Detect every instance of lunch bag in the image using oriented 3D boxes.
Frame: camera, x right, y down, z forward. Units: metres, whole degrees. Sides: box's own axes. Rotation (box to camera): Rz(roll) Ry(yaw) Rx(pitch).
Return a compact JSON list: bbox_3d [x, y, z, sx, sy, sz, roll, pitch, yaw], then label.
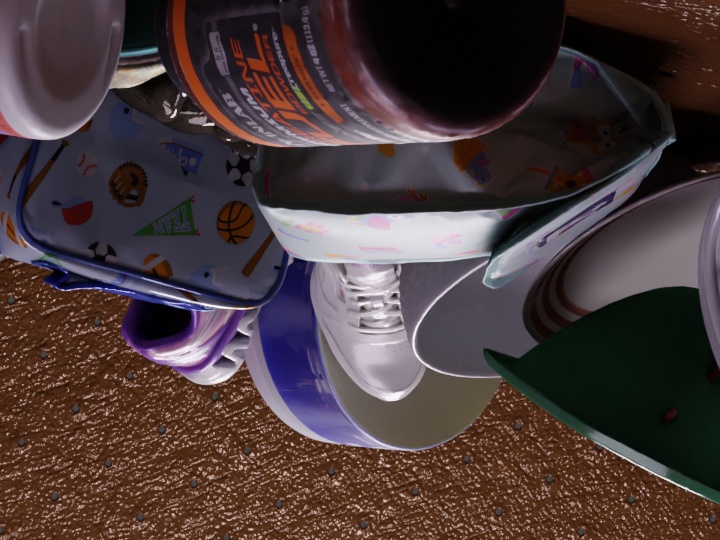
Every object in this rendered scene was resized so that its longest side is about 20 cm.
[{"bbox_3d":[0.053,-0.060,1.163,0.198,0.123,0.170,3,172,2],"label":"lunch bag"},{"bbox_3d":[-0.129,-0.058,1.367,0.199,0.162,0.075,16,173,-33],"label":"lunch bag"}]

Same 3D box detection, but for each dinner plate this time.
[{"bbox_3d":[0.182,-0.011,1.307,0.199,0.024,0.201,-14,155,-7],"label":"dinner plate"}]

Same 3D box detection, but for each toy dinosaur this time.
[{"bbox_3d":[-0.098,-0.104,1.287,0.199,0.078,0.102,14,168,-29],"label":"toy dinosaur"}]

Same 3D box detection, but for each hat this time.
[{"bbox_3d":[0.188,0.018,1.290,0.165,0.177,0.200,33,-174,34],"label":"hat"}]

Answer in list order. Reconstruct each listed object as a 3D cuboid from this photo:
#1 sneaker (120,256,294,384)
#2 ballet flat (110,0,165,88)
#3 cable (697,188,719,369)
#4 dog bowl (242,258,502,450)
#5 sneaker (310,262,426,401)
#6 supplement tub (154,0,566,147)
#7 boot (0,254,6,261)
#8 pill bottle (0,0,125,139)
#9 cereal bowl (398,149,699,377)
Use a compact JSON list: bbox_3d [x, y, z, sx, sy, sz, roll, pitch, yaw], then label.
[{"bbox_3d":[-0.092,-0.018,1.478,0.080,0.201,0.088,37,-160,35],"label":"sneaker"},{"bbox_3d":[-0.158,-0.123,1.209,0.199,0.071,0.071,7,172,22],"label":"ballet flat"},{"bbox_3d":[0.254,0.026,1.158,0.069,0.201,0.200,-21,163,-31],"label":"cable"},{"bbox_3d":[0.016,0.019,1.571,0.078,0.202,0.199,4,169,45],"label":"dog bowl"},{"bbox_3d":[0.000,0.000,1.419,0.074,0.201,0.100,-9,-153,5],"label":"sneaker"},{"bbox_3d":[-0.011,-0.103,0.949,0.106,0.108,0.200,17,173,-29],"label":"supplement tub"},{"bbox_3d":[-0.283,-0.096,1.381,0.169,0.076,0.200,59,-175,24],"label":"boot"},{"bbox_3d":[-0.224,-0.132,1.135,0.199,0.113,0.112,10,173,23],"label":"pill bottle"},{"bbox_3d":[0.113,-0.018,1.371,0.199,0.084,0.200,-13,154,-6],"label":"cereal bowl"}]
